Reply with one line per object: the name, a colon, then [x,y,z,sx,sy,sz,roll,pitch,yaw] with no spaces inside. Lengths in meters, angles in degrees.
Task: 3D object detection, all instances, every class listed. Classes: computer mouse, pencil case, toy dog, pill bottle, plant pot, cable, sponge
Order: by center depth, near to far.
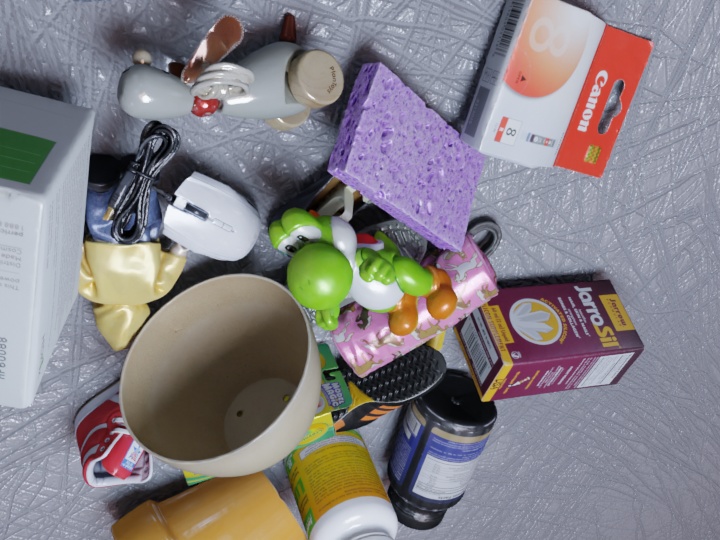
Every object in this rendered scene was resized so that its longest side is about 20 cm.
toy dog: [-0.107,-0.180,0.730,0.131,0.097,0.199,-13,175,35]
computer mouse: [-0.148,-0.055,0.795,0.200,0.044,0.110,26,90,-58]
sponge: [0.053,-0.107,0.842,0.199,0.030,0.113,29,74,-45]
plant pot: [-0.121,0.124,0.849,0.199,0.201,0.135,-29,141,-1]
pencil case: [0.056,0.038,0.943,0.199,0.087,0.083,-33,103,7]
cable: [0.088,0.017,1.007,0.096,0.050,0.201,23,101,-15]
plant pot: [-0.172,0.338,1.033,0.183,0.200,0.201,-35,132,-16]
pill bottle: [-0.019,0.294,1.044,0.110,0.200,0.112,-11,127,-15]
pill bottle: [0.099,0.243,1.114,0.111,0.112,0.201,2,124,-24]

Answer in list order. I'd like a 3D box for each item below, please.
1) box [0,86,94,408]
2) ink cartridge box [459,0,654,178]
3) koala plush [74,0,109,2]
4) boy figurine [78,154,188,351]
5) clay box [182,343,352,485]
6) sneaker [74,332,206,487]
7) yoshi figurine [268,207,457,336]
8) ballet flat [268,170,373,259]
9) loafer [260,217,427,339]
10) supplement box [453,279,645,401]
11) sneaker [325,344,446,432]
box: [-0.332,-0.032,0.670,0.197,0.172,0.201,12,119,-10]
ink cartridge box: [0.216,-0.183,0.877,0.198,0.050,0.164,11,107,-25]
koala plush: [-0.181,-0.253,0.582,0.176,0.200,0.185,7,121,-27]
boy figurine: [-0.228,-0.011,0.826,0.123,0.065,0.201,-6,126,-19]
clay box: [-0.114,0.158,0.962,0.198,0.115,0.048,-16,130,-11]
sneaker: [-0.230,0.151,0.909,0.200,0.113,0.071,-43,127,11]
yoshi figurine: [-0.003,0.015,0.804,0.199,0.112,0.113,26,93,-35]
ballet flat: [-0.010,-0.081,0.863,0.200,0.073,0.073,-41,129,8]
loafer: [-0.022,-0.001,0.920,0.199,0.070,0.076,-28,109,4]
supplement box: [0.232,0.084,1.045,0.198,0.111,0.086,-4,143,-20]
sneaker: [0.019,0.144,1.027,0.199,0.071,0.090,-26,159,16]
